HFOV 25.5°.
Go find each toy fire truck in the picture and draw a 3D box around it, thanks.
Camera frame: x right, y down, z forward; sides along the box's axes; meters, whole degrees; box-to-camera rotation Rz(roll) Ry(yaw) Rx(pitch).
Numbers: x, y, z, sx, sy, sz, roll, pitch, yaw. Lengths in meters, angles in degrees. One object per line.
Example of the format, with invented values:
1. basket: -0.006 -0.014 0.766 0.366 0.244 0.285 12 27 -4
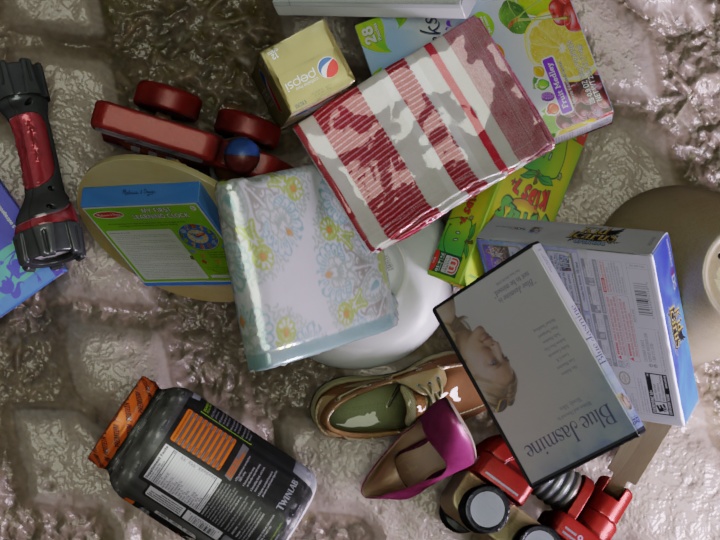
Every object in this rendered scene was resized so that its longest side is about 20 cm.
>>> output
1. toy fire truck: -0.154 -0.110 1.500 0.200 0.168 0.112 18 88 -6
2. toy fire truck: 0.203 0.207 1.572 0.176 0.129 0.200 37 75 -4

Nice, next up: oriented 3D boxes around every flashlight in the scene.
1. flashlight: -0.312 -0.102 1.508 0.068 0.068 0.200 -8 78 -31

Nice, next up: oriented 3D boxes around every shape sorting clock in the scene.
1. shape sorting clock: -0.173 -0.039 1.498 0.200 0.200 0.039 24 58 -6

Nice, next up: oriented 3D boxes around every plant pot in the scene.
1. plant pot: 0.341 0.005 1.536 0.187 0.200 0.188 0 89 -9

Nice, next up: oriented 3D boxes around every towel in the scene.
1. towel: 0.058 -0.123 1.440 0.200 0.023 0.144 -31 83 -3
2. towel: -0.048 -0.009 1.453 0.048 0.200 0.171 -12 92 39

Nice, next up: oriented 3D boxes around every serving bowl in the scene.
1. serving bowl: 0.000 0.000 1.569 0.200 0.066 0.200 0 90 -7

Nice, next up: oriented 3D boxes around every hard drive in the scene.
1. hard drive: 0.029 -0.293 1.511 0.200 0.027 0.132 6 54 28

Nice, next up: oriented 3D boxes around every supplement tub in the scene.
1. supplement tub: -0.153 0.195 1.524 0.200 0.123 0.123 34 86 -4

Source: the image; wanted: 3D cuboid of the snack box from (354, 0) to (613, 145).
1. snack box: 0.116 -0.184 1.496 0.200 0.068 0.169 -21 81 7

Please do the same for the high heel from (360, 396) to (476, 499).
1. high heel: 0.052 0.180 1.509 0.096 0.200 0.067 -26 71 -12

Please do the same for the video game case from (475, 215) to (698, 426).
1. video game case: 0.217 0.047 1.509 0.045 0.181 0.200 -49 133 -42

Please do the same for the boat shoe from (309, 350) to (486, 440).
1. boat shoe: 0.052 0.131 1.566 0.200 0.074 0.076 -14 99 -5

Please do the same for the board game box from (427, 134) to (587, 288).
1. board game box: 0.148 -0.070 1.568 0.102 0.048 0.200 24 86 -46

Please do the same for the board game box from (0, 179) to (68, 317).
1. board game box: -0.409 -0.002 1.534 0.200 0.045 0.152 -37 94 -5

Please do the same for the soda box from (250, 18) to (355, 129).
1. soda box: -0.057 -0.181 1.495 0.068 0.200 0.064 -28 93 -5

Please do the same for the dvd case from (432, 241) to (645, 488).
1. dvd case: 0.163 0.091 1.482 0.018 0.143 0.200 -21 79 -49
